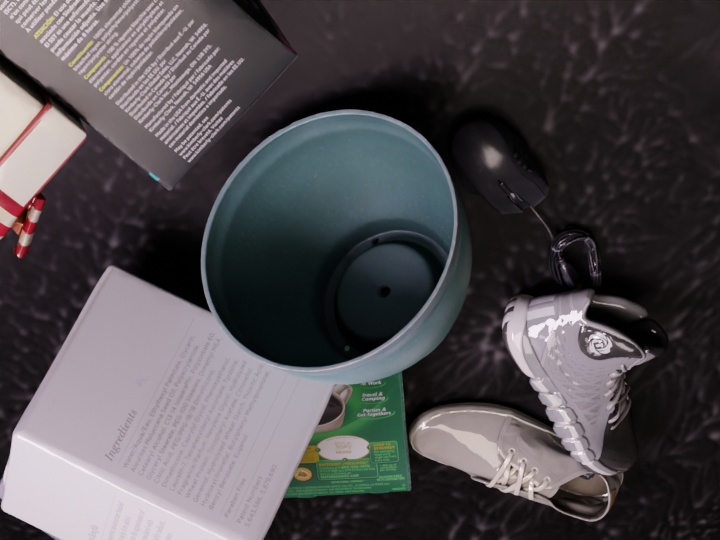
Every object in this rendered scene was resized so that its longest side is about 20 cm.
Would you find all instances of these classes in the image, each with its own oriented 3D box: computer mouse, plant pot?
[{"bbox_3d":[0.133,-0.041,1.333,0.058,0.034,0.200,-29,124,20],"label":"computer mouse"},{"bbox_3d":[0.000,0.000,1.283,0.200,0.201,0.134,-20,152,15],"label":"plant pot"}]

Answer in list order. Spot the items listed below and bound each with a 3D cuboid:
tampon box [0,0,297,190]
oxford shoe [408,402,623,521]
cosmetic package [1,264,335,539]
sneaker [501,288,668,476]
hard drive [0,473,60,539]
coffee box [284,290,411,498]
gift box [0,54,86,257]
[{"bbox_3d":[-0.166,-0.180,1.131,0.126,0.150,0.200,-46,118,8],"label":"tampon box"},{"bbox_3d":[0.137,0.166,1.484,0.199,0.058,0.075,19,129,-12],"label":"oxford shoe"},{"bbox_3d":[-0.151,0.134,1.333,0.199,0.165,0.165,27,149,-1],"label":"cosmetic package"},{"bbox_3d":[0.207,0.090,1.397,0.115,0.075,0.200,-17,128,31],"label":"sneaker"},{"bbox_3d":[-0.194,0.187,1.456,0.200,0.042,0.135,32,102,0],"label":"hard drive"},{"bbox_3d":[-0.022,0.106,1.444,0.122,0.044,0.201,-4,129,4],"label":"coffee box"},{"bbox_3d":[-0.302,-0.087,1.130,0.187,0.185,0.200,38,102,-27],"label":"gift box"}]
